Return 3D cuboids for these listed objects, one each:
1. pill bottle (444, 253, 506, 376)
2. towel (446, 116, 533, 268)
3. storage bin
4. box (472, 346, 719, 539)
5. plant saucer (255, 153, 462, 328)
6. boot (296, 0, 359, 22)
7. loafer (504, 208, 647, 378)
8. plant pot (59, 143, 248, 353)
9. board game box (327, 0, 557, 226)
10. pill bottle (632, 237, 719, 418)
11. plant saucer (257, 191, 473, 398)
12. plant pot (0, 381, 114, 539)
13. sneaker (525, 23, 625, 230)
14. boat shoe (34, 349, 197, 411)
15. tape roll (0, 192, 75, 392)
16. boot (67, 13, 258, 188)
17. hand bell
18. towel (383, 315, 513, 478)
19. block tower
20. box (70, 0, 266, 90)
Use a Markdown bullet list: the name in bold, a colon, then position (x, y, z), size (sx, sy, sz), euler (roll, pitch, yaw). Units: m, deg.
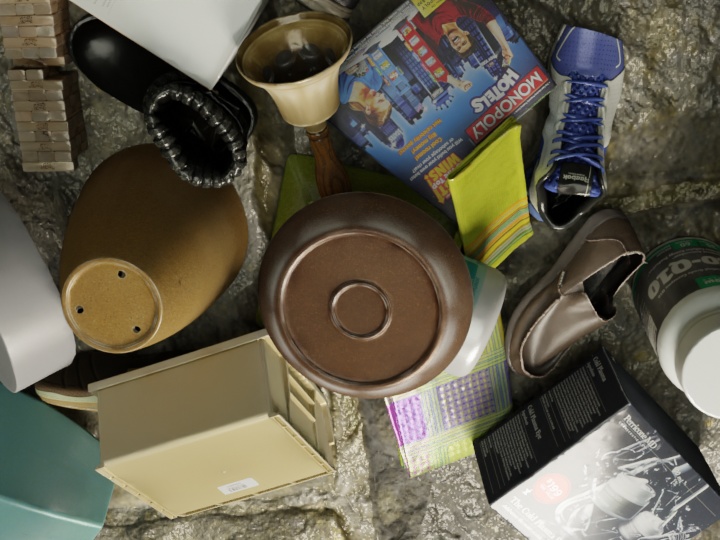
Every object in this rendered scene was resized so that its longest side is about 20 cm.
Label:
- **pill bottle**: position (0.031, 0.016, 1.005), size (0.198, 0.111, 0.112), euler (23, 111, -1)
- **towel**: position (0.126, -0.060, 0.992), size (0.086, 0.200, 0.018), euler (-44, 63, -11)
- **storage bin**: position (-0.146, 0.170, 1.101), size (0.198, 0.094, 0.199), euler (-18, 147, 9)
- **box**: position (0.254, 0.218, 1.117), size (0.182, 0.104, 0.200), euler (-40, 115, 16)
- **plant saucer**: position (0.000, 0.000, 1.091), size (0.198, 0.048, 0.202), euler (13, 112, -2)
- **boot**: position (-0.051, -0.336, 0.945), size (0.199, 0.073, 0.151), euler (36, 110, -15)
- **loafer**: position (0.217, 0.034, 1.068), size (0.073, 0.071, 0.201), euler (15, 114, -33)
- **plant pot**: position (-0.216, -0.007, 1.019), size (0.184, 0.200, 0.188), euler (1, 111, 3)
- **board game box**: position (0.078, -0.153, 1.000), size (0.199, 0.062, 0.200), euler (-37, 96, 17)
- **pill bottle**: position (0.334, 0.053, 1.011), size (0.112, 0.200, 0.114), euler (1, 112, 2)
- **plant saucer**: position (0.001, 0.031, 0.940), size (0.198, 0.032, 0.202), euler (3, 112, 7)
- **plant pot**: position (-0.375, 0.227, 1.142), size (0.199, 0.142, 0.141), euler (25, 132, -19)
- **sneaker**: position (0.209, -0.123, 0.994), size (0.080, 0.115, 0.201), euler (9, 112, -2)
- **boat shoe**: position (-0.255, 0.137, 1.152), size (0.198, 0.072, 0.077), euler (0, 128, 5)
- **tape roll**: position (-0.358, 0.017, 1.037), size (0.066, 0.200, 0.202), euler (-29, 113, -27)
- **boot**: position (-0.190, -0.164, 0.975), size (0.210, 0.158, 0.080), euler (27, 111, -7)
- **hand bell**: position (-0.037, -0.124, 0.968), size (0.103, 0.105, 0.201), euler (-10, 136, 7)
- **towel**: position (0.091, 0.117, 1.113), size (0.142, 0.023, 0.202), euler (-20, 120, -9)
- **block tower**: position (-0.310, -0.201, 1.024), size (0.053, 0.058, 0.202), euler (0, 110, 3)
- **box**: position (-0.186, -0.270, 0.951), size (0.199, 0.125, 0.098), euler (32, 111, -10)
